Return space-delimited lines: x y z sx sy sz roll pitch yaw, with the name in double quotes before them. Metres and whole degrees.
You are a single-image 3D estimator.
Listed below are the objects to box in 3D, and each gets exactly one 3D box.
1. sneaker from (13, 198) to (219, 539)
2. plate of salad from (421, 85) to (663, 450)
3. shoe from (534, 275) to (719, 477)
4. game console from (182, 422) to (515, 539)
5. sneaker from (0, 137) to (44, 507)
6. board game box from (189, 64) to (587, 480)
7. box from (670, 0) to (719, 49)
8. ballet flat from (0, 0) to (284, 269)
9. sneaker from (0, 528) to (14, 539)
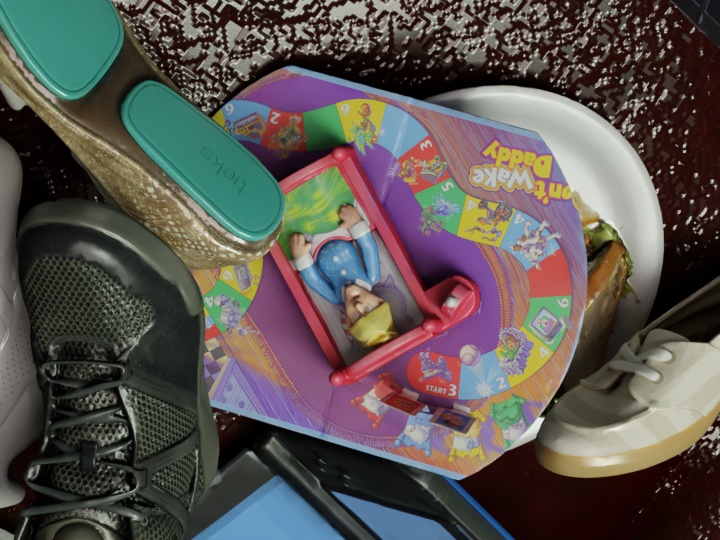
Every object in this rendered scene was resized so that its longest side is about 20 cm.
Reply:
"sneaker" -0.110 0.065 1.178 0.076 0.115 0.200 5 137 11
"plate of salad" 0.054 0.009 1.300 0.199 0.048 0.201 -8 120 -14
"shoe" 0.155 0.038 1.317 0.199 0.070 0.054 -28 117 -35
"game console" 0.005 0.172 1.334 0.200 0.170 0.119 45 70 -32
"sneaker" -0.168 0.025 1.226 0.099 0.078 0.201 0 125 -28
"board game box" 0.000 0.000 1.215 0.199 0.039 0.159 16 94 9
"box" 0.182 -0.202 1.167 0.048 0.159 0.201 9 113 -23
"ballet flat" -0.118 -0.073 1.180 0.200 0.071 0.065 49 139 -9
"sneaker" -0.138 0.192 1.318 0.199 0.075 0.089 32 128 -13
